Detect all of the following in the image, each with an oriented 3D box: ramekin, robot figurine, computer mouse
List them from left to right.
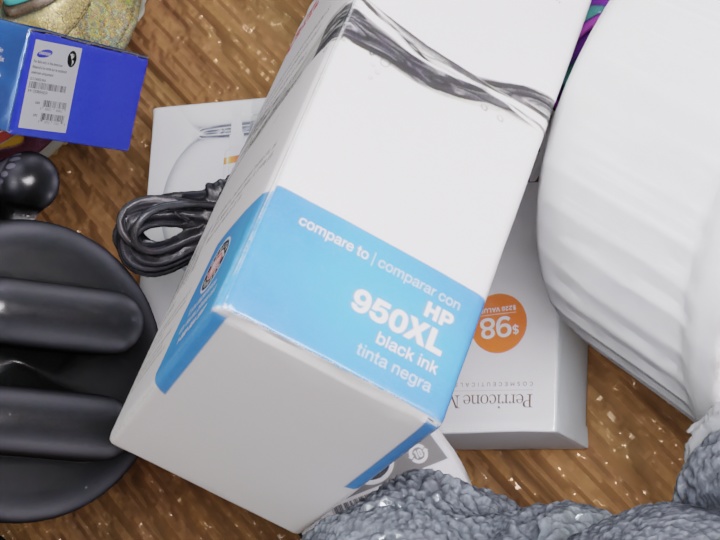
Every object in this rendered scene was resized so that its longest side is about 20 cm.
[{"bbox_3d":[-0.156,0.043,0.782,0.150,0.125,0.199,-49,17,-22],"label":"robot figurine"},{"bbox_3d":[-0.016,0.051,0.726,0.109,0.044,0.202,-17,73,-18],"label":"computer mouse"},{"bbox_3d":[0.152,-0.038,0.656,0.097,0.200,0.202,32,90,36],"label":"ramekin"}]

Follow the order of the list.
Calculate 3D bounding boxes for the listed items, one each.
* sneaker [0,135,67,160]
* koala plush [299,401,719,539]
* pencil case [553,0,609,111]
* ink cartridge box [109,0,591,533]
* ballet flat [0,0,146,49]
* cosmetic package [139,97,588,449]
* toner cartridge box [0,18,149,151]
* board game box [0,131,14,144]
[{"bbox_3d":[-0.217,-0.075,0.890,0.199,0.090,0.075,-32,65,14],"label":"sneaker"},{"bbox_3d":[0.079,0.131,0.585,0.200,0.183,0.178,-32,27,59],"label":"koala plush"},{"bbox_3d":[0.102,-0.162,0.750,0.084,0.093,0.202,-4,63,0],"label":"pencil case"},{"bbox_3d":[0.000,-0.027,0.653,0.084,0.145,0.201,27,62,-9],"label":"ink cartridge box"},{"bbox_3d":[-0.117,-0.164,0.877,0.070,0.071,0.201,-8,44,22],"label":"ballet flat"},{"bbox_3d":[0.000,0.000,0.794,0.198,0.052,0.153,-3,77,24],"label":"cosmetic package"},{"bbox_3d":[-0.197,-0.097,0.769,0.198,0.095,0.044,17,94,22],"label":"toner cartridge box"},{"bbox_3d":[-0.238,-0.102,0.859,0.103,0.020,0.200,-36,52,-22],"label":"board game box"}]
